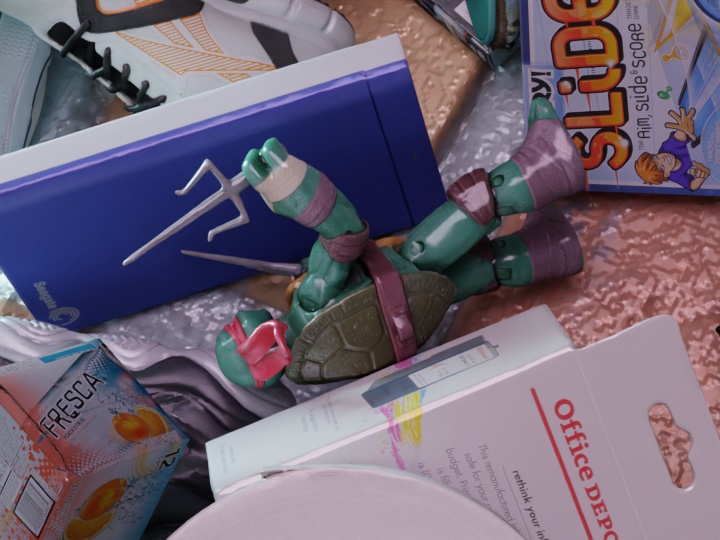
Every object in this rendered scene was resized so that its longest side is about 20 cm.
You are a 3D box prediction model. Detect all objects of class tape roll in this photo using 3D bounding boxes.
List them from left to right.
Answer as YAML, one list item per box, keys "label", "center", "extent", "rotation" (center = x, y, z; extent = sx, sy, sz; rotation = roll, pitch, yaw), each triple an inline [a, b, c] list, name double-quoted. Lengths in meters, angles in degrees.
- label: "tape roll"
  center: [-0.006, 0.174, 0.882]
  extent: [0.202, 0.037, 0.203]
  rotation: [0, 86, 2]

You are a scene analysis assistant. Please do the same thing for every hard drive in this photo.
- label: "hard drive"
  center: [-0.066, -0.034, 1.023]
  extent: [0.200, 0.132, 0.025]
  rotation: [-17, 61, 2]

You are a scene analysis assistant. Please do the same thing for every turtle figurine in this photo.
- label: "turtle figurine"
  center: [0.000, 0.000, 0.994]
  extent: [0.200, 0.150, 0.101]
  rotation: [-21, 73, -12]

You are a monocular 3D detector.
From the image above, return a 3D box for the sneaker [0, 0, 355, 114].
- label: "sneaker"
  center: [-0.101, -0.108, 1.065]
  extent: [0.200, 0.074, 0.080]
  rotation: [17, 77, -14]

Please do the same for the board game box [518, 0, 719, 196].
- label: "board game box"
  center: [0.137, -0.124, 0.997]
  extent: [0.135, 0.200, 0.034]
  rotation: [2, 37, 12]

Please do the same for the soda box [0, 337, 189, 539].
- label: "soda box"
  center: [-0.144, 0.124, 0.936]
  extent: [0.068, 0.200, 0.064]
  rotation: [-16, 53, -47]

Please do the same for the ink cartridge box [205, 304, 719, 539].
- label: "ink cartridge box"
  center: [0.049, 0.093, 0.952]
  extent: [0.200, 0.067, 0.117]
  rotation: [-22, 106, 0]

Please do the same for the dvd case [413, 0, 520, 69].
- label: "dvd case"
  center: [0.048, -0.209, 1.145]
  extent: [0.146, 0.022, 0.200]
  rotation: [-43, 65, -10]

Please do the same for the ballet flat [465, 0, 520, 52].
- label: "ballet flat"
  center: [0.069, -0.198, 1.091]
  extent: [0.074, 0.074, 0.200]
  rotation: [-15, 68, 3]

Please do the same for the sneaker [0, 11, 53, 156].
- label: "sneaker"
  center: [-0.189, -0.051, 1.088]
  extent: [0.073, 0.071, 0.200]
  rotation: [17, 63, 7]

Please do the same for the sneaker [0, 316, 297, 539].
- label: "sneaker"
  center: [-0.133, 0.088, 1.011]
  extent: [0.200, 0.076, 0.114]
  rotation: [7, 65, 10]

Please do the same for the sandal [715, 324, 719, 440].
- label: "sandal"
  center: [0.189, 0.001, 0.998]
  extent: [0.045, 0.075, 0.200]
  rotation: [20, 63, 15]
